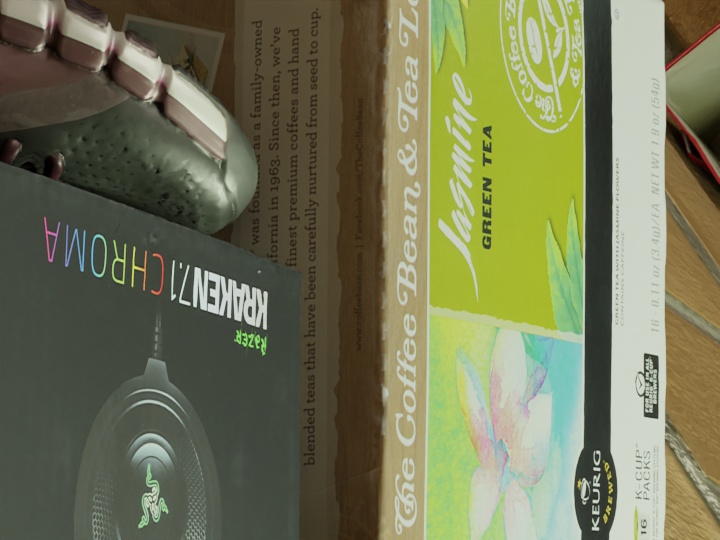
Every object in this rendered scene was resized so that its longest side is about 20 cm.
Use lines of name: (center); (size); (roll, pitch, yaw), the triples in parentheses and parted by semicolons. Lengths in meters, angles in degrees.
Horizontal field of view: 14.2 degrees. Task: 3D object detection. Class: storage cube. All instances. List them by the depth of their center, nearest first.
storage cube: (0.426, -0.150, 2.882); (0.180, 0.200, 0.171); (40, 15, -55)

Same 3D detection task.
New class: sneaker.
sneaker: (-0.132, -0.031, 0.771); (0.199, 0.116, 0.076); (29, -21, -14)

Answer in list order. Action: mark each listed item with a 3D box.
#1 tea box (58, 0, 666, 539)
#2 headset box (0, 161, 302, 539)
tea box: (0.000, 0.000, 0.911); (0.196, 0.133, 0.202); (10, 79, -59)
headset box: (-0.088, 0.089, 0.679); (0.174, 0.092, 0.202); (22, 66, -66)
